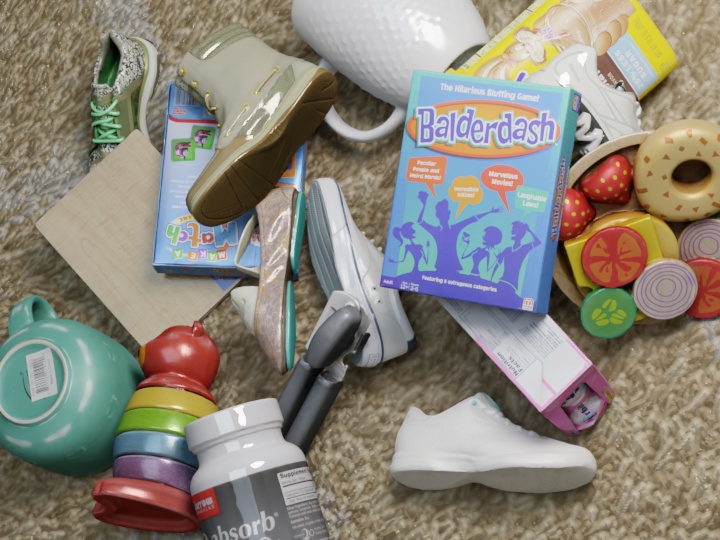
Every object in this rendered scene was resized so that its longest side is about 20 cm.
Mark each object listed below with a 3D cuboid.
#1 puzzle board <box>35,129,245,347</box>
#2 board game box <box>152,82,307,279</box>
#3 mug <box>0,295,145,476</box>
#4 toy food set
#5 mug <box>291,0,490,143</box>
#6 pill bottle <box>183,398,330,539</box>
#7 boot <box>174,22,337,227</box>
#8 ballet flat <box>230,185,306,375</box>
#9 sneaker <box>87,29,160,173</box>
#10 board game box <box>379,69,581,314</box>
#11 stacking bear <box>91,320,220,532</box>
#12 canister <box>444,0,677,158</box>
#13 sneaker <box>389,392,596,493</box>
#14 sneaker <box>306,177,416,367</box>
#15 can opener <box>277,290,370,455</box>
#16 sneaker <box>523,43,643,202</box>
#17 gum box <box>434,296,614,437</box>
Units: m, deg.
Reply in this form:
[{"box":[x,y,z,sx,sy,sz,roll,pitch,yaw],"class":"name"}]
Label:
[{"box":[-0.225,-0.027,1.735,0.151,0.017,0.200,-43,80,-2],"class":"puzzle board"},{"box":[-0.132,-0.094,1.714,0.150,0.037,0.201,3,73,2],"class":"board game box"},{"box":[-0.323,0.120,1.698,0.184,0.114,0.153,27,84,25],"class":"mug"},{"box":[0.266,-0.033,1.501,0.199,0.199,0.049,-20,25,6],"class":"toy food set"},{"box":[0.027,-0.224,1.666,0.175,0.147,0.201,42,109,23],"class":"mug"},{"box":[-0.095,0.231,1.554,0.115,0.116,0.201,-20,80,14],"class":"pill bottle"},{"box":[-0.137,-0.150,1.658,0.154,0.072,0.200,33,78,32],"class":"boot"},{"box":[-0.093,0.010,1.633,0.067,0.068,0.201,1,63,6],"class":"ballet flat"},{"box":[-0.273,-0.171,1.785,0.076,0.089,0.202,-4,74,21],"class":"sneaker"},{"box":[0.107,-0.072,1.479,0.151,0.045,0.202,9,90,22],"class":"board game box"},{"box":[-0.192,0.150,1.645,0.113,0.122,0.201,11,67,-4],"class":"stacking bear"},{"box":[0.189,-0.186,1.586,0.200,0.149,0.087,-41,22,1],"class":"canister"},{"box":[0.125,0.157,1.545,0.199,0.075,0.089,0,62,22],"class":"sneaker"},{"box":[0.000,0.000,1.641,0.070,0.073,0.201,-9,73,-25],"class":"sneaker"},{"box":[-0.050,0.106,1.590,0.053,0.066,0.201,41,121,27],"class":"can opener"},{"box":[0.238,-0.125,1.536,0.081,0.200,0.075,-46,21,-9],"class":"sneaker"},{"box":[0.148,0.061,1.537,0.066,0.113,0.200,-43,63,4],"class":"gum box"}]
